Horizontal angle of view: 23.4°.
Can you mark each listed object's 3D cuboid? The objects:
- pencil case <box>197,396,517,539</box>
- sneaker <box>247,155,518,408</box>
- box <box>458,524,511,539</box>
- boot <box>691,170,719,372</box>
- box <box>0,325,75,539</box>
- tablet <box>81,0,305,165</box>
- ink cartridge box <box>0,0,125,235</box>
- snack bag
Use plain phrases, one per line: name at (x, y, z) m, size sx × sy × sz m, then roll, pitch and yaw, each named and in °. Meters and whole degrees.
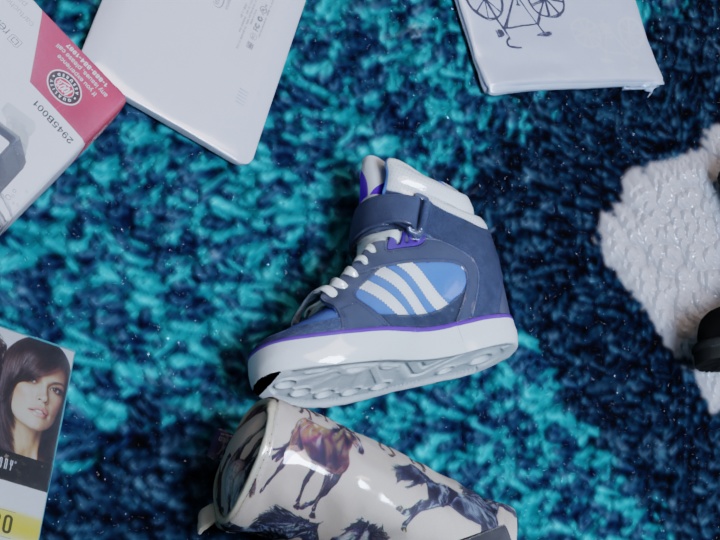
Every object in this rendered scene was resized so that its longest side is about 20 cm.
pencil case at (0.004, 0.148, 1.038) m, size 0.199 × 0.090 × 0.078 m, roll 27°, pitch 30°, yaw -23°
sneaker at (0.000, 0.000, 1.100) m, size 0.198 × 0.081 × 0.148 m, roll -7°, pitch 67°, yaw -32°
box at (-0.029, 0.196, 0.918) m, size 0.159 × 0.200 × 0.045 m, roll -14°, pitch 80°, yaw -37°
boot at (0.304, -0.013, 1.300) m, size 0.210 × 0.079 × 0.159 m, roll -11°, pitch 81°, yaw -42°
box at (-0.212, 0.128, 0.918) m, size 0.082 × 0.049 × 0.202 m, roll 20°, pitch 62°, yaw -26°
tablet at (-0.099, -0.178, 1.138) m, size 0.129 × 0.014 × 0.202 m, roll 29°, pitch 58°, yaw -21°
ink cartridge box at (-0.248, -0.072, 0.953) m, size 0.146 × 0.085 × 0.200 m, roll 45°, pitch 55°, yaw -10°
snack bag at (0.136, -0.224, 1.309) m, size 0.187 × 0.021 × 0.202 m, roll -6°, pitch 75°, yaw -36°
